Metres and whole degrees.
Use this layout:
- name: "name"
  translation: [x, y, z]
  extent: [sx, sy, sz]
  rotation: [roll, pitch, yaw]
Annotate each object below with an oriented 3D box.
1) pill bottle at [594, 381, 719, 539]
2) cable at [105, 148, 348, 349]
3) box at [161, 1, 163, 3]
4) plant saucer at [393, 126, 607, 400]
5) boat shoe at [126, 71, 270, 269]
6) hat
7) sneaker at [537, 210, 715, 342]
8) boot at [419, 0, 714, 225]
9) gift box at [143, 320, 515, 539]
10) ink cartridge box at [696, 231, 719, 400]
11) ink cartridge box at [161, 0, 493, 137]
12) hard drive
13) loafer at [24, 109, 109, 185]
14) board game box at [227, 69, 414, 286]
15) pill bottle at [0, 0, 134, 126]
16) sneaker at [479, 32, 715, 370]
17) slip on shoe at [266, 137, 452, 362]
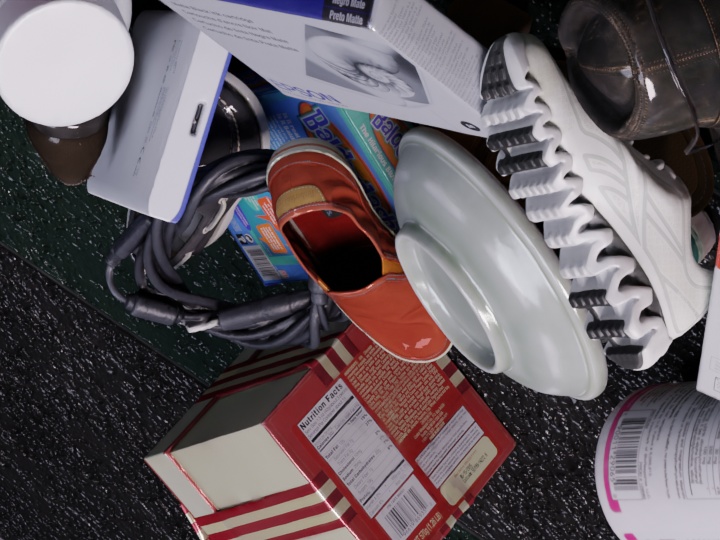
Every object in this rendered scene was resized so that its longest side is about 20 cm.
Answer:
- name: "pill bottle"
  translation: [0.249, 0.121, 1.502]
  extent: [0.200, 0.113, 0.114]
  rotation: [-7, 122, 52]
- name: "cable"
  translation: [-0.070, -0.008, 1.639]
  extent: [0.163, 0.051, 0.200]
  rotation: [30, 135, -19]
- name: "box"
  translation: [-0.067, -0.196, 1.506]
  extent: [0.200, 0.060, 0.117]
  rotation: [17, 168, 36]
- name: "plant saucer"
  translation: [0.072, 0.007, 1.508]
  extent: [0.200, 0.050, 0.200]
  rotation: [50, 167, 16]
- name: "boat shoe"
  translation: [-0.116, -0.064, 1.670]
  extent: [0.074, 0.060, 0.200]
  rotation: [43, 148, 6]
- name: "hat"
  translation: [0.150, -0.115, 1.285]
  extent: [0.201, 0.081, 0.201]
  rotation: [159, 90, -86]
- name: "sneaker"
  translation: [0.132, 0.007, 1.532]
  extent: [0.071, 0.080, 0.200]
  rotation: [49, 148, -11]
- name: "boot"
  translation: [0.119, -0.066, 1.483]
  extent: [0.200, 0.074, 0.155]
  rotation: [41, 151, 18]
- name: "gift box"
  translation: [-0.023, 0.148, 1.779]
  extent: [0.187, 0.184, 0.200]
  rotation: [-19, 109, 53]
- name: "ink cartridge box"
  translation: [0.236, -0.024, 1.352]
  extent: [0.050, 0.109, 0.200]
  rotation: [23, 142, 21]
- name: "ink cartridge box"
  translation: [-0.030, -0.144, 1.391]
  extent: [0.199, 0.041, 0.200]
  rotation: [15, 166, 44]
- name: "hard drive"
  translation: [-0.132, -0.104, 1.608]
  extent: [0.025, 0.132, 0.200]
  rotation: [17, -179, -18]
- name: "loafer"
  translation: [-0.207, -0.124, 1.683]
  extent: [0.073, 0.200, 0.072]
  rotation: [3, 121, -6]
- name: "board game box"
  translation: [-0.033, -0.067, 1.671]
  extent: [0.200, 0.045, 0.152]
  rotation: [-5, 123, 52]
- name: "pill bottle"
  translation: [-0.209, -0.180, 1.595]
  extent: [0.200, 0.114, 0.115]
  rotation: [-118, 7, -53]
- name: "sneaker"
  translation: [0.132, -0.047, 1.358]
  extent: [0.200, 0.081, 0.075]
  rotation: [62, 164, -14]
- name: "slip on shoe"
  translation: [0.000, 0.000, 1.577]
  extent: [0.074, 0.061, 0.200]
  rotation: [-19, 133, 19]
